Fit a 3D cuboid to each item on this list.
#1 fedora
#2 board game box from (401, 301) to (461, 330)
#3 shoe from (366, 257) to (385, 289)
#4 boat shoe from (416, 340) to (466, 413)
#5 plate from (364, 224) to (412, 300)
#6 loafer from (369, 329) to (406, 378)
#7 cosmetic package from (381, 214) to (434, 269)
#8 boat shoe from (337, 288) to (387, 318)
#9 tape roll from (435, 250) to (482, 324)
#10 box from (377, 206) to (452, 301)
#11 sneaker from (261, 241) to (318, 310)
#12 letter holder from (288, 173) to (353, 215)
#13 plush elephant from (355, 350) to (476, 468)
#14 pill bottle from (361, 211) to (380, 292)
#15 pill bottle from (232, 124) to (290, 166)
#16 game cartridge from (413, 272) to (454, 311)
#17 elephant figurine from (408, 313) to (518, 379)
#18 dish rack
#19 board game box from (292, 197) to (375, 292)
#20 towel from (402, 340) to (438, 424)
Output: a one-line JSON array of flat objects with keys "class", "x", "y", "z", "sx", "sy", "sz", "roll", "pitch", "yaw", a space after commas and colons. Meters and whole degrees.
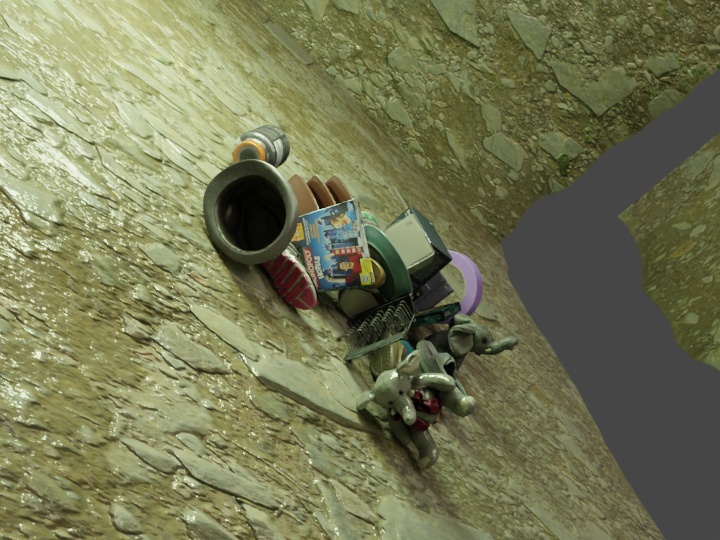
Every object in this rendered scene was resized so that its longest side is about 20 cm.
[{"class": "fedora", "x": -0.195, "y": -0.097, "z": 1.427, "sx": 0.201, "sy": 0.176, "sz": 0.090, "roll": 54, "pitch": -2, "yaw": 21}, {"class": "board game box", "x": 0.169, "y": 0.115, "z": 1.915, "sx": 0.200, "sy": 0.133, "sz": 0.029, "roll": -12, "pitch": 88, "yaw": -70}, {"class": "shoe", "x": 0.000, "y": 0.000, "z": 1.700, "sx": 0.053, "sy": 0.071, "sz": 0.199, "roll": 11, "pitch": 3, "yaw": -37}, {"class": "boat shoe", "x": 0.192, "y": 0.231, "z": 1.754, "sx": 0.070, "sy": 0.071, "sz": 0.202, "roll": 32, "pitch": 26, "yaw": -43}, {"class": "plate", "x": 0.047, "y": -0.005, "z": 1.680, "sx": 0.201, "sy": 0.025, "sz": 0.202, "roll": 50, "pitch": -23, "yaw": 30}, {"class": "loafer", "x": 0.064, "y": 0.176, "z": 1.616, "sx": 0.067, "sy": 0.076, "sz": 0.201, "roll": 37, "pitch": 20, "yaw": -16}, {"class": "cosmetic package", "x": 0.107, "y": -0.052, "z": 1.733, "sx": 0.104, "sy": 0.086, "sz": 0.200, "roll": 62, "pitch": 1, "yaw": 7}, {"class": "boat shoe", "x": 0.011, "y": 0.077, "z": 1.710, "sx": 0.199, "sy": 0.072, "sz": 0.060, "roll": 27, "pitch": 13, "yaw": -46}, {"class": "tape roll", "x": 0.234, "y": 0.046, "z": 2.099, "sx": 0.201, "sy": 0.200, "sz": 0.065, "roll": 54, "pitch": 19, "yaw": 17}, {"class": "box", "x": 0.112, "y": -0.035, "z": 1.969, "sx": 0.107, "sy": 0.200, "sz": 0.149, "roll": 32, "pitch": 23, "yaw": -42}, {"class": "sneaker", "x": -0.142, "y": -0.011, "z": 1.498, "sx": 0.200, "sy": 0.074, "sz": 0.087, "roll": 48, "pitch": 23, "yaw": 13}, {"class": "letter holder", "x": -0.094, "y": -0.143, "z": 1.782, "sx": 0.100, "sy": 0.142, "sz": 0.201, "roll": 29, "pitch": 26, "yaw": -47}, {"class": "plush elephant", "x": 0.088, "y": 0.239, "z": 1.410, "sx": 0.154, "sy": 0.165, "sz": 0.201, "roll": 18, "pitch": 27, "yaw": -54}, {"class": "pill bottle", "x": 0.016, "y": -0.045, "z": 1.897, "sx": 0.113, "sy": 0.113, "sz": 0.201, "roll": 34, "pitch": 22, "yaw": -39}, {"class": "pill bottle", "x": -0.235, "y": -0.276, "z": 1.774, "sx": 0.106, "sy": 0.106, "sz": 0.200, "roll": 47, "pitch": 17, "yaw": -6}, {"class": "game cartridge", "x": 0.146, "y": 0.014, "z": 2.073, "sx": 0.201, "sy": 0.129, "sz": 0.038, "roll": 54, "pitch": -1, "yaw": 17}, {"class": "elephant figurine", "x": 0.255, "y": 0.172, "z": 1.870, "sx": 0.155, "sy": 0.200, "sz": 0.142, "roll": 36, "pitch": 14, "yaw": -41}, {"class": "dish rack", "x": 0.036, "y": 0.119, "z": 1.556, "sx": 0.055, "sy": 0.152, "sz": 0.200, "roll": 63, "pitch": 17, "yaw": -8}, {"class": "board game box", "x": -0.086, "y": -0.045, "z": 1.613, "sx": 0.062, "sy": 0.197, "sz": 0.203, "roll": 119, "pitch": -37, "yaw": -64}, {"class": "towel", "x": 0.129, "y": 0.248, "z": 1.723, "sx": 0.147, "sy": 0.022, "sz": 0.200, "roll": 47, "pitch": 18, "yaw": -9}]
